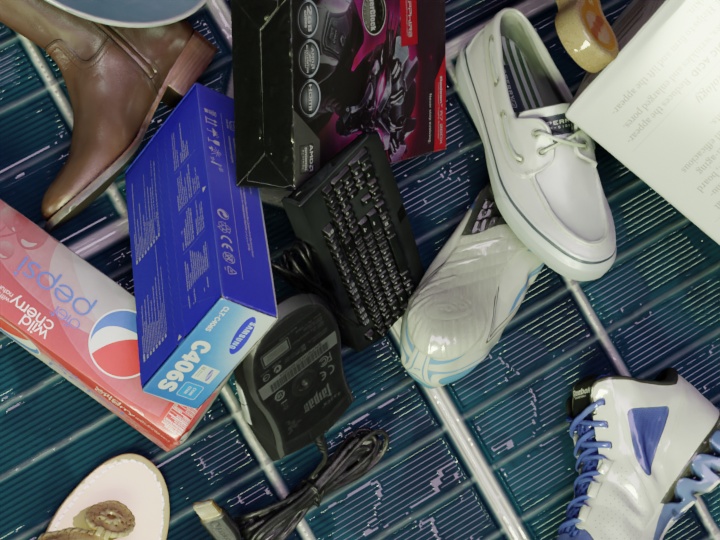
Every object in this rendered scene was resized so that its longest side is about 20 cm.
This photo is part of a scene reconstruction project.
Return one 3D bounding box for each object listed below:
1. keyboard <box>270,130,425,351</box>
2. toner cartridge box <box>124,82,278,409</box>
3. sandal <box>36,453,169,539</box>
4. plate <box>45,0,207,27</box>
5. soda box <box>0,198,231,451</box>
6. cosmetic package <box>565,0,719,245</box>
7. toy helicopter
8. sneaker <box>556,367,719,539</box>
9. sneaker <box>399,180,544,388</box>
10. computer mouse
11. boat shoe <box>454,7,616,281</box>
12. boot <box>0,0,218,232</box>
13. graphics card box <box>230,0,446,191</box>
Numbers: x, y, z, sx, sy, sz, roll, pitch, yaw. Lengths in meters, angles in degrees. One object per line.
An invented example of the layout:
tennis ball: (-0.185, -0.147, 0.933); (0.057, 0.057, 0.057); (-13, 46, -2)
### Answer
keyboard: (0.000, 0.000, 1.356); (0.104, 0.200, 0.040); (-42, 59, -12)
toner cartridge box: (-0.104, -0.019, 1.327); (0.043, 0.095, 0.200); (21, 38, -28)
sandal: (-0.187, 0.210, 1.339); (0.078, 0.070, 0.212); (37, 75, -5)
plate: (-0.187, -0.235, 1.396); (0.200, 0.026, 0.201); (20, 45, -22)
soda box: (-0.184, 0.035, 1.367); (0.200, 0.070, 0.063); (37, 75, -5)
cosmetic package: (0.276, -0.126, 1.416); (0.200, 0.165, 0.165); (39, 120, -5)
toy helicopter: (0.142, -0.208, 1.397); (0.132, 0.079, 0.200); (31, 39, -41)
sneaker: (0.171, 0.137, 1.434); (0.115, 0.081, 0.199); (46, 68, 1)
sneaker: (0.089, -0.001, 1.444); (0.072, 0.073, 0.200); (36, 61, 7)
computer mouse: (-0.064, 0.098, 1.350); (0.140, 0.200, 0.046); (-40, 52, -14)
boat shoe: (0.121, -0.089, 1.422); (0.073, 0.067, 0.200); (-15, 64, -29)
boot: (-0.221, -0.149, 1.390); (0.200, 0.064, 0.187); (40, 62, -8)
graphics card box: (-0.010, -0.128, 1.364); (0.200, 0.051, 0.126); (-17, 111, -56)
